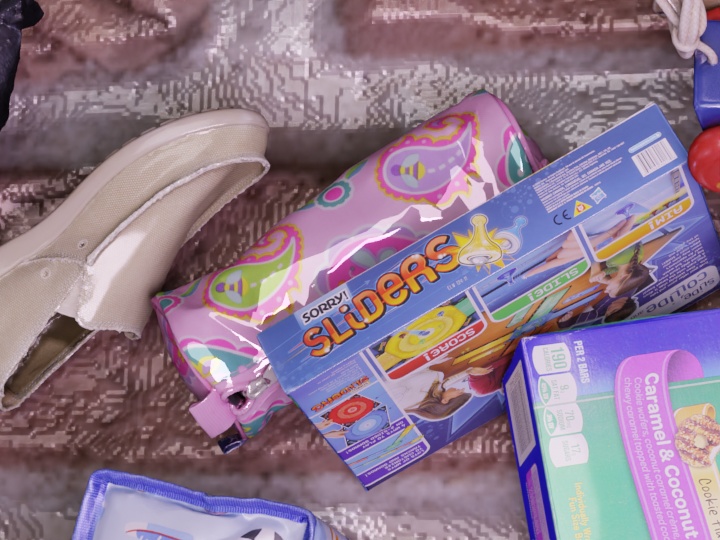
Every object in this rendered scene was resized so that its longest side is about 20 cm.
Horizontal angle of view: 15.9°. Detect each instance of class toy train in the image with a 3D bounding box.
[{"bbox_3d":[0.191,-0.081,1.066,0.115,0.200,0.085,-10,48,19],"label":"toy train"}]

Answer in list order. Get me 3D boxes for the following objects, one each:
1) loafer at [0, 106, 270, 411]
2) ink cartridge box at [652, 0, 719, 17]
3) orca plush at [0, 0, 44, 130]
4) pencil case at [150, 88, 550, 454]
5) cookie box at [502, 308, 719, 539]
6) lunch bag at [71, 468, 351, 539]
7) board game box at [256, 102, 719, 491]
[{"bbox_3d":[-0.117,-0.003,1.222,0.200,0.076,0.068,-36,75,11],"label":"loafer"},{"bbox_3d":[0.239,-0.176,1.122,0.199,0.075,0.166,13,63,3],"label":"ink cartridge box"},{"bbox_3d":[-0.207,-0.043,1.263,0.201,0.071,0.105,-58,30,-10],"label":"orca plush"},{"bbox_3d":[0.000,0.000,1.189,0.199,0.087,0.088,-33,74,-1],"label":"pencil case"},{"bbox_3d":[0.176,0.104,1.120,0.199,0.075,0.172,-8,75,-7],"label":"cookie box"},{"bbox_3d":[-0.076,0.201,1.115,0.123,0.170,0.201,9,80,15],"label":"lunch bag"},{"bbox_3d":[0.064,0.016,1.148,0.199,0.135,0.035,-30,62,2],"label":"board game box"}]
